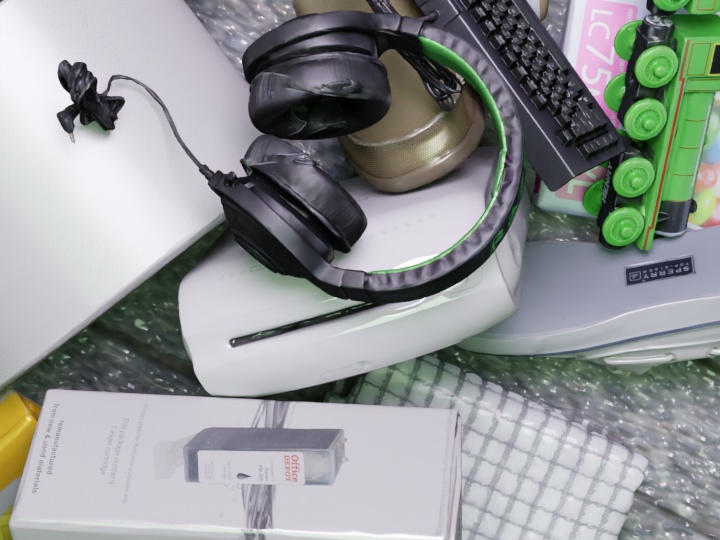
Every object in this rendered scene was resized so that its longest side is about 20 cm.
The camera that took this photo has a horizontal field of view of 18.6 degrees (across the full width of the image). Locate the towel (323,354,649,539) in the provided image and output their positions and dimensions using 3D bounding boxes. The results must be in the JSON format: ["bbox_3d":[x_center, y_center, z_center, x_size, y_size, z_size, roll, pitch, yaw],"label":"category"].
[{"bbox_3d":[0.039,0.148,1.149,0.165,0.086,0.201,21,96,1],"label":"towel"}]

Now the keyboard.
[{"bbox_3d":[0.044,-0.125,1.033,0.021,0.127,0.201,-40,83,37],"label":"keyboard"}]

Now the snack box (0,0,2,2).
[{"bbox_3d":[-0.257,-0.139,1.102,0.199,0.142,0.053,-16,93,3],"label":"snack box"}]

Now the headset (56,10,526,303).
[{"bbox_3d":[-0.028,-0.058,0.948,0.198,0.094,0.124,10,77,11],"label":"headset"}]

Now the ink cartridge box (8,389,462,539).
[{"bbox_3d":[-0.051,0.134,1.036,0.198,0.085,0.146,4,138,6],"label":"ink cartridge box"}]

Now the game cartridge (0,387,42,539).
[{"bbox_3d":[-0.192,0.166,1.118,0.200,0.176,0.032,-45,52,3],"label":"game cartridge"}]

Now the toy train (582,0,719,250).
[{"bbox_3d":[0.153,-0.098,1.081,0.056,0.042,0.201,-3,123,-17],"label":"toy train"}]

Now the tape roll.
[{"bbox_3d":[-0.148,-0.049,1.078,0.202,0.203,0.139,-37,92,3],"label":"tape roll"}]

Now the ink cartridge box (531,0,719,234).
[{"bbox_3d":[0.198,-0.075,1.152,0.198,0.042,0.120,9,94,-1],"label":"ink cartridge box"}]

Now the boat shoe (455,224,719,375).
[{"bbox_3d":[0.140,0.025,1.143,0.199,0.074,0.066,-5,135,19],"label":"boat shoe"}]

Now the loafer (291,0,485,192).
[{"bbox_3d":[0.002,-0.115,1.079,0.076,0.200,0.068,-31,132,6],"label":"loafer"}]

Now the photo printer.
[{"bbox_3d":[0.000,0.000,1.070,0.165,0.200,0.070,-16,100,10],"label":"photo printer"}]

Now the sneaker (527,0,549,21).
[{"bbox_3d":[0.035,-0.219,1.128,0.112,0.071,0.202,-9,86,-2],"label":"sneaker"}]
